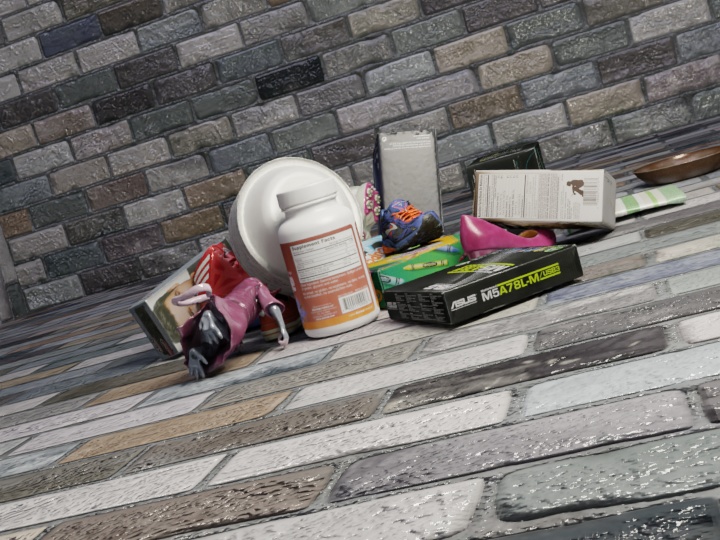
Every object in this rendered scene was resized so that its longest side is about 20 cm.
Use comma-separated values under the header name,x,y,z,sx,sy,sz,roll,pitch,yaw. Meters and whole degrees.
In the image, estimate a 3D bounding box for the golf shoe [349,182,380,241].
name,x,y,z,sx,sy,sz,roll,pitch,yaw
golf shoe,-0.019,-0.065,1.899,0.090,0.203,0.075,-3,-29,25

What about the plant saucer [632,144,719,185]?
name,x,y,z,sx,sy,sz,roll,pitch,yaw
plant saucer,0.629,-0.202,2.000,0.197,0.037,0.200,-17,6,2

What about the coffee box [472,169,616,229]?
name,x,y,z,sx,sy,sz,roll,pitch,yaw
coffee box,0.281,-0.106,1.573,0.197,0.081,0.113,2,-3,25

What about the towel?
name,x,y,z,sx,sy,sz,roll,pitch,yaw
towel,0.431,-0.101,1.707,0.197,0.024,0.153,-14,7,13

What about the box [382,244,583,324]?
name,x,y,z,sx,sy,sz,roll,pitch,yaw
box,0.149,0.016,1.302,0.190,0.048,0.200,-16,5,-19

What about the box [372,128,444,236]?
name,x,y,z,sx,sy,sz,roll,pitch,yaw
box,0.090,-0.154,2.017,0.121,0.202,0.200,-5,-6,-2

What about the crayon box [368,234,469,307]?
name,x,y,z,sx,sy,sz,roll,pitch,yaw
crayon box,0.088,-0.001,1.554,0.198,0.059,0.118,-20,6,-27

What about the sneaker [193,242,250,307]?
name,x,y,z,sx,sy,sz,roll,pitch,yaw
sneaker,-0.180,-0.006,1.615,0.198,0.117,0.078,-26,-9,10

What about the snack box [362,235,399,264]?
name,x,y,z,sx,sy,sz,roll,pitch,yaw
snack box,0.000,0.000,1.689,0.198,0.038,0.115,-21,33,-37

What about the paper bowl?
name,x,y,z,sx,sy,sz,roll,pitch,yaw
paper bowl,-0.091,-0.072,1.535,0.198,0.203,0.104,-19,-12,-25

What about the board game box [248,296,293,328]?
name,x,y,z,sx,sy,sz,roll,pitch,yaw
board game box,-0.136,0.047,1.799,0.196,0.044,0.200,-20,7,-14

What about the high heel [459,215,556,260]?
name,x,y,z,sx,sy,sz,roll,pitch,yaw
high heel,0.219,-0.057,1.527,0.198,0.097,0.067,-21,8,-37

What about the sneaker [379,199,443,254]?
name,x,y,z,sx,sy,sz,roll,pitch,yaw
sneaker,0.068,-0.074,1.623,0.074,0.080,0.200,-20,2,-19

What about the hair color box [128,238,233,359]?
name,x,y,z,sx,sy,sz,roll,pitch,yaw
hair color box,-0.271,0.044,1.681,0.060,0.100,0.200,-21,17,46

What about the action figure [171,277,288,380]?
name,x,y,z,sx,sy,sz,roll,pitch,yaw
action figure,-0.179,0.057,1.410,0.133,0.150,0.200,-19,17,33

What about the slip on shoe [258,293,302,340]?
name,x,y,z,sx,sy,sz,roll,pitch,yaw
slip on shoe,-0.122,0.060,1.581,0.073,0.062,0.200,-18,5,4

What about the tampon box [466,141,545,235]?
name,x,y,z,sx,sy,sz,roll,pitch,yaw
tampon box,0.275,-0.139,1.855,0.124,0.152,0.200,-14,6,14

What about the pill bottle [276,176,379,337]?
name,x,y,z,sx,sy,sz,roll,pitch,yaw
pill bottle,-0.050,-0.019,1.419,0.110,0.203,0.112,-15,6,2
